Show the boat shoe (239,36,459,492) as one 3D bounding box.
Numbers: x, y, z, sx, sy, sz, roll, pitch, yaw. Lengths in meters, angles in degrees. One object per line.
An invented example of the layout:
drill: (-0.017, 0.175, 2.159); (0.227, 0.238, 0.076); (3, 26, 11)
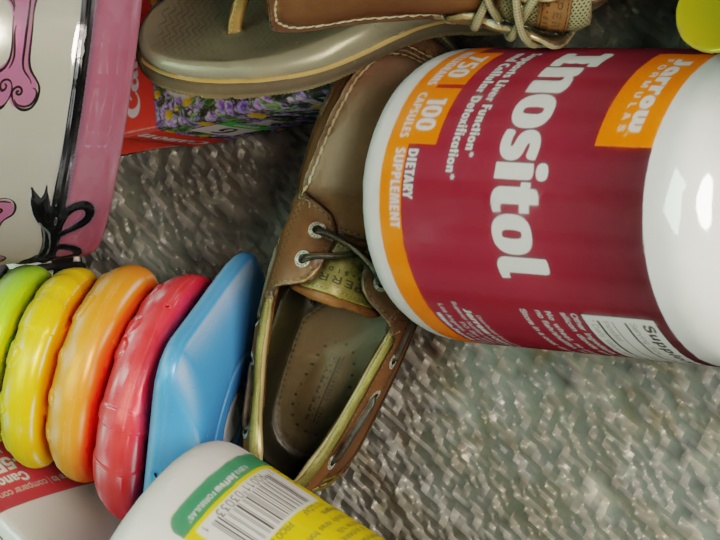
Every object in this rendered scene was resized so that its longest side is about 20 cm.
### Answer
boat shoe: (0.000, 0.000, 1.095); (0.072, 0.068, 0.200); (15, 108, 7)

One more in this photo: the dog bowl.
dog bowl: (-0.134, -0.092, 1.121); (0.200, 0.074, 0.200); (-173, 90, -81)

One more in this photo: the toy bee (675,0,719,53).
toy bee: (0.150, -0.092, 0.883); (0.131, 0.200, 0.109); (-11, 81, 52)

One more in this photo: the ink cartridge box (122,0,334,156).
ink cartridge box: (-0.070, -0.113, 1.196); (0.200, 0.050, 0.109); (-8, 81, 42)

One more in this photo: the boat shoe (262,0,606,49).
boat shoe: (0.062, -0.121, 0.988); (0.200, 0.076, 0.074); (-17, 64, -5)

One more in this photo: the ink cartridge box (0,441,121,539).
ink cartridge box: (-0.126, 0.183, 1.173); (0.200, 0.083, 0.147); (42, 116, 22)

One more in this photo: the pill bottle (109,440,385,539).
pill bottle: (-0.003, 0.161, 1.040); (0.200, 0.113, 0.113); (31, 110, 15)

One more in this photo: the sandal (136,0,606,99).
sandal: (0.007, -0.118, 1.061); (0.200, 0.054, 0.080); (-11, 34, 12)

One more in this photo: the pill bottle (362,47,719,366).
pill bottle: (0.107, -0.024, 0.980); (0.200, 0.113, 0.113); (4, 89, 43)

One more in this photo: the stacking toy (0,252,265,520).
stacking toy: (-0.145, 0.036, 1.155); (0.200, 0.110, 0.116); (15, 121, 12)

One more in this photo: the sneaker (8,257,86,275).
sneaker: (-0.145, 0.027, 1.254); (0.080, 0.074, 0.200); (13, 102, 34)
